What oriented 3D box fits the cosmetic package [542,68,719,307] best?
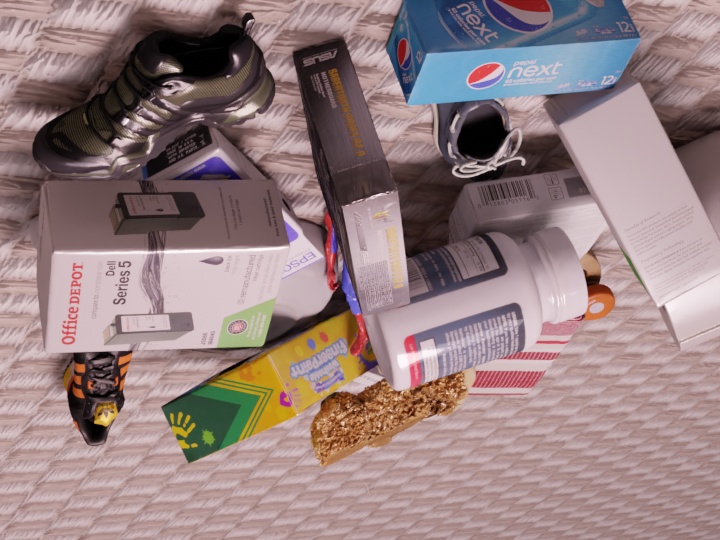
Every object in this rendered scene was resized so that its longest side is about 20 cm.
[{"bbox_3d":[0.256,-0.081,1.238,0.085,0.200,0.108,-30,-165,9],"label":"cosmetic package"}]

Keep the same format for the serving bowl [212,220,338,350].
[{"bbox_3d":[-0.113,0.029,1.374,0.200,0.066,0.200,-14,152,-7],"label":"serving bowl"}]

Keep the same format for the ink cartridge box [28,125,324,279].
[{"bbox_3d":[-0.165,-0.029,1.238,0.198,0.043,0.200,-27,141,13],"label":"ink cartridge box"}]

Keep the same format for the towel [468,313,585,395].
[{"bbox_3d":[0.145,0.088,1.455,0.144,0.023,0.200,2,151,-11],"label":"towel"}]

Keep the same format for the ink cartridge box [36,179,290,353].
[{"bbox_3d":[-0.175,-0.003,1.161,0.200,0.084,0.146,-2,141,-17],"label":"ink cartridge box"}]

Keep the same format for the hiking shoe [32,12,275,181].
[{"bbox_3d":[-0.169,-0.143,1.043,0.200,0.076,0.101,-24,144,-9],"label":"hiking shoe"}]

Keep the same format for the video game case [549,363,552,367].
[{"bbox_3d":[0.127,0.056,1.439,0.182,0.022,0.200,-1,151,-1],"label":"video game case"}]

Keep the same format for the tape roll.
[{"bbox_3d":[0.361,-0.033,1.405,0.139,0.203,0.203,-24,152,8],"label":"tape roll"}]

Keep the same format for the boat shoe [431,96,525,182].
[{"bbox_3d":[0.110,-0.125,1.235,0.075,0.062,0.200,-24,154,-2],"label":"boat shoe"}]

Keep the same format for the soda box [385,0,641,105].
[{"bbox_3d":[0.129,-0.191,1.129,0.200,0.064,0.068,-8,150,-20],"label":"soda box"}]

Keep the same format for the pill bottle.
[{"bbox_3d":[0.108,0.030,1.275,0.200,0.120,0.120,-17,152,-8],"label":"pill bottle"}]

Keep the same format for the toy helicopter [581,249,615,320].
[{"bbox_3d":[0.184,0.034,1.546,0.200,0.079,0.132,-36,135,22],"label":"toy helicopter"}]

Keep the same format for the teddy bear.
[{"bbox_3d":[0.035,0.140,1.429,0.200,0.067,0.145,-25,162,0],"label":"teddy bear"}]

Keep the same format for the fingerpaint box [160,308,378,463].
[{"bbox_3d":[-0.086,0.116,1.432,0.167,0.073,0.200,-27,180,35],"label":"fingerpaint box"}]

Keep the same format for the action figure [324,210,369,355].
[{"bbox_3d":[0.000,0.000,1.343,0.065,0.052,0.200,3,124,23],"label":"action figure"}]

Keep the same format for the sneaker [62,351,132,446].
[{"bbox_3d":[-0.268,0.112,1.400,0.070,0.090,0.200,-6,150,-22],"label":"sneaker"}]

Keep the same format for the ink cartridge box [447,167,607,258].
[{"bbox_3d":[0.165,-0.037,1.380,0.160,0.047,0.200,-10,159,-14],"label":"ink cartridge box"}]

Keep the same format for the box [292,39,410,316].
[{"bbox_3d":[-0.006,-0.075,1.155,0.048,0.159,0.200,-17,151,-3],"label":"box"}]

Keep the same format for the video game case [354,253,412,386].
[{"bbox_3d":[0.071,0.076,1.533,0.181,0.036,0.200,21,134,-23],"label":"video game case"}]
